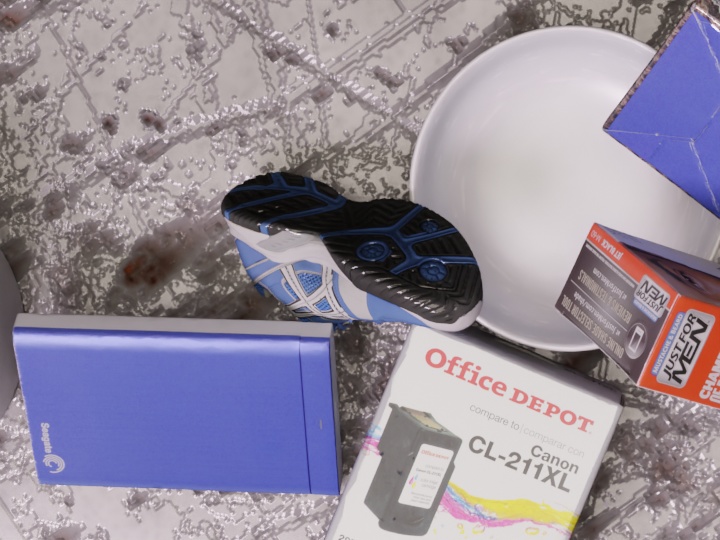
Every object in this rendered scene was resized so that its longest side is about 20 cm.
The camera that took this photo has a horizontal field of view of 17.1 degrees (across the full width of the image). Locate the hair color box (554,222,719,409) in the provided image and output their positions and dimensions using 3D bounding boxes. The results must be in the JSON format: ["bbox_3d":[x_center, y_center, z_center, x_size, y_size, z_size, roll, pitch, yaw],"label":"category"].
[{"bbox_3d":[0.229,0.042,1.428,0.199,0.111,0.064,15,107,-29],"label":"hair color box"}]

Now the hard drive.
[{"bbox_3d":[-0.114,0.086,1.521,0.198,0.025,0.133,2,129,6],"label":"hard drive"}]

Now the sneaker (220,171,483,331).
[{"bbox_3d":[0.000,0.000,1.488,0.199,0.076,0.077,24,136,40],"label":"sneaker"}]

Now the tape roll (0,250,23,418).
[{"bbox_3d":[-0.325,0.042,1.521,0.201,0.139,0.204,0,92,6],"label":"tape roll"}]

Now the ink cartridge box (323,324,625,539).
[{"bbox_3d":[0.064,0.144,1.510,0.145,0.083,0.201,22,94,6],"label":"ink cartridge box"}]

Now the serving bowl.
[{"bbox_3d":[0.132,-0.051,1.507,0.198,0.066,0.202,0,91,6],"label":"serving bowl"}]

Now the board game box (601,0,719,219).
[{"bbox_3d":[0.253,-0.155,1.405,0.097,0.160,0.200,37,64,3],"label":"board game box"}]
